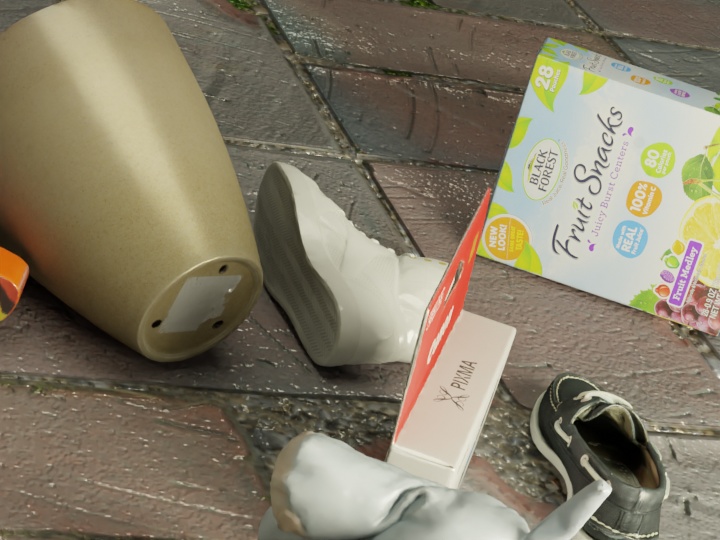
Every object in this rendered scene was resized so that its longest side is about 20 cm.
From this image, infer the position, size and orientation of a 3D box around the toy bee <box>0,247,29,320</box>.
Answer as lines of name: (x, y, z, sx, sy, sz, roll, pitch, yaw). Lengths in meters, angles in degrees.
toy bee: (-0.311, -0.021, 1.322, 0.200, 0.109, 0.131, 46, 21, 5)

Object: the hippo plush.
hippo plush: (0.015, 0.193, 1.052, 0.199, 0.160, 0.161, 10, 52, 23)

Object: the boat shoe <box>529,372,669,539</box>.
boat shoe: (0.157, 0.112, 1.349, 0.075, 0.061, 0.200, 9, 26, -15)

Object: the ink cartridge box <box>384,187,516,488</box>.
ink cartridge box: (0.054, 0.068, 1.241, 0.044, 0.177, 0.200, 19, 25, 6)

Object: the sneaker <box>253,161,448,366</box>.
sneaker: (0.000, 0.000, 1.484, 0.115, 0.074, 0.200, 5, 37, -26)

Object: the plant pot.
plant pot: (-0.153, -0.043, 1.376, 0.186, 0.188, 0.200, -7, 48, -41)

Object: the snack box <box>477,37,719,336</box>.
snack box: (0.207, -0.064, 1.616, 0.199, 0.170, 0.068, 19, 22, 7)
